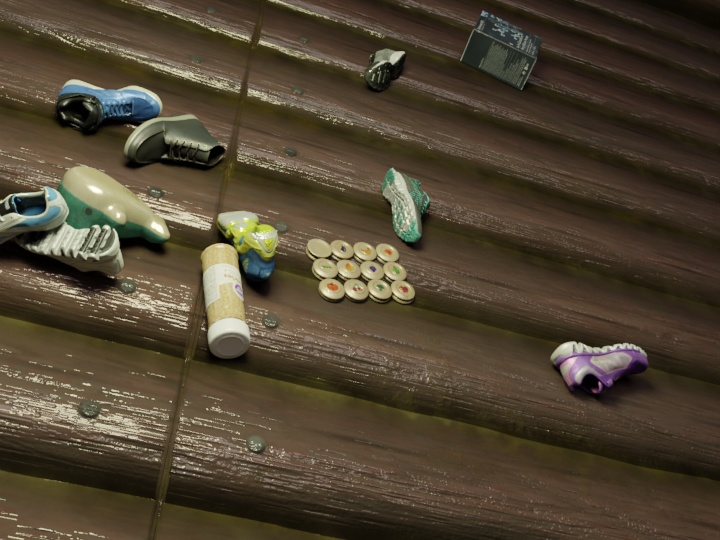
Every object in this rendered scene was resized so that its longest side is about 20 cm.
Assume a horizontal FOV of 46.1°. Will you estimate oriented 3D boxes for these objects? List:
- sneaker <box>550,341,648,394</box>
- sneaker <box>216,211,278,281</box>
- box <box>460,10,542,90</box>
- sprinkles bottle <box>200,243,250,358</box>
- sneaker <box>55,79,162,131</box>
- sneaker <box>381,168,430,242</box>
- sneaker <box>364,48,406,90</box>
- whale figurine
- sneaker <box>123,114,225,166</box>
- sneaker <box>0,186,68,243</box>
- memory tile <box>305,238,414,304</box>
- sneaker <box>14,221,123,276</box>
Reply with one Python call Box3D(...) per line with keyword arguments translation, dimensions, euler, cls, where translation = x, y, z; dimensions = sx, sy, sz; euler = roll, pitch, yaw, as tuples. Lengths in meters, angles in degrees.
Box3D(translation=(0.454, 0.190, 1.584), dimensions=(0.195, 0.081, 0.090), euler=(2, 51, -17), cls="sneaker")
Box3D(translation=(-0.205, -0.040, 1.505), dimensions=(0.074, 0.108, 0.199), euler=(-8, 19, -24), cls="sneaker")
Box3D(translation=(0.404, -0.630, 2.416), dimensions=(0.196, 0.108, 0.150), euler=(25, 40, 2), cls="box")
Box3D(translation=(-0.225, 0.047, 1.395), dimensions=(0.067, 0.069, 0.203), euler=(5, 43, -21), cls="sprinkles bottle")
Box3D(translation=(-0.489, -0.310, 1.639), dimensions=(0.195, 0.078, 0.112), euler=(10, 36, -10), cls="sneaker")
Box3D(translation=(0.110, -0.136, 1.761), dimensions=(0.089, 0.078, 0.203), euler=(9, 44, -23), cls="sneaker")
Box3D(translation=(0.049, -0.515, 2.149), dimensions=(0.078, 0.075, 0.200), euler=(23, 33, 13), cls="sneaker")
Box3D(translation=(-0.423, -0.091, 1.437), dimensions=(0.198, 0.105, 0.159), euler=(30, 8, -29), cls="whale figurine")
Box3D(translation=(-0.355, -0.240, 1.633), dimensions=(0.106, 0.076, 0.199), euler=(37, 40, 19), cls="sneaker")
Box3D(translation=(-0.558, -0.081, 1.320), dimensions=(0.196, 0.073, 0.073), euler=(-20, 52, -3), cls="sneaker")
Box3D(translation=(0.000, 0.000, 1.600), dimensions=(0.195, 0.017, 0.155), euler=(2, 45, -24), cls="memory tile")
Box3D(translation=(-0.471, -0.036, 1.365), dimensions=(0.195, 0.082, 0.076), euler=(14, 59, 18), cls="sneaker")
